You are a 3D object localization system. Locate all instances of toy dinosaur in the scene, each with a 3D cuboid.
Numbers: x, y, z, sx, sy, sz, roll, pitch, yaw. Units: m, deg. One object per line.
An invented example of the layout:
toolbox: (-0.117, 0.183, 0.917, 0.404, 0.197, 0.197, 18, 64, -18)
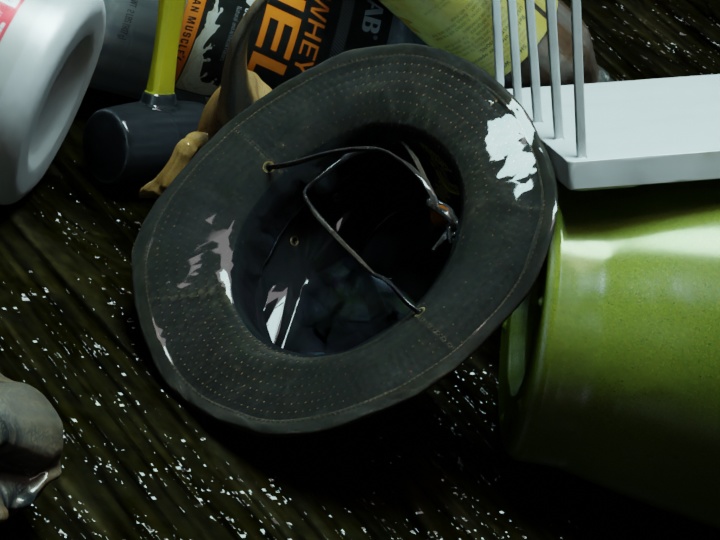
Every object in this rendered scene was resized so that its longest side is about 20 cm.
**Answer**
toy dinosaur: (-0.059, -0.073, 1.385, 0.060, 0.106, 0.200, 24, -13, 14)

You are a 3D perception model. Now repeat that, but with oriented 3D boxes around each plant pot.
plant pot: (0.166, 0.033, 1.311, 0.192, 0.201, 0.200, 7, 29, -6)

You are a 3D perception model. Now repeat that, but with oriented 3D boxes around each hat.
hat: (0.000, 0.000, 1.303, 0.201, 0.201, 0.081, 41, -10, 32)

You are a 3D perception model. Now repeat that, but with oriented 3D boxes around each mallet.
mallet: (-0.083, -0.137, 1.406, 0.066, 0.200, 0.041, 3, 15, -46)

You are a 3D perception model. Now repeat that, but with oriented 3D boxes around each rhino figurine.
rhino figurine: (-0.201, 0.038, 1.142, 0.200, 0.060, 0.087, 31, 14, 21)

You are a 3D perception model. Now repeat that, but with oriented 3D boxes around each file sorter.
file sorter: (0.140, -0.119, 1.331, 0.138, 0.125, 0.200, -5, 13, -7)

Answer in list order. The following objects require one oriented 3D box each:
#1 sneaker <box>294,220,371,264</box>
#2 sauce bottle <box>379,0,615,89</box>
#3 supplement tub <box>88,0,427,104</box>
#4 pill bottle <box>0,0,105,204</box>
sneaker: (0.039, -0.036, 1.424, 0.200, 0.090, 0.078, -8, 40, -46)
sauce bottle: (0.071, -0.122, 1.458, 0.200, 0.065, 0.065, 41, 19, -24)
supplement tub: (-0.051, -0.134, 1.502, 0.200, 0.123, 0.123, 13, 28, -18)
pill bottle: (-0.229, -0.118, 1.349, 0.200, 0.112, 0.112, 24, 27, 5)
